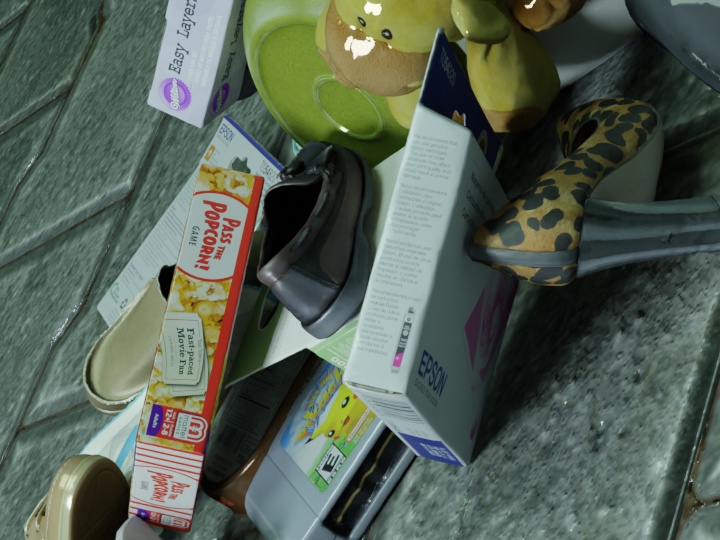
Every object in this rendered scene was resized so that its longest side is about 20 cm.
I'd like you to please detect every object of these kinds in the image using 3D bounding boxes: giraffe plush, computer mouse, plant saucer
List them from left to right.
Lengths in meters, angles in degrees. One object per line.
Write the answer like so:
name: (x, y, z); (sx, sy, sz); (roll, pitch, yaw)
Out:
plant saucer: (-0.001, -0.115, 1.488); (0.031, 0.200, 0.200); (-52, 18, -30)
giraffe plush: (0.037, -0.161, 1.307); (0.162, 0.172, 0.200); (-53, -36, -65)
computer mouse: (0.206, -0.148, 1.221); (0.139, 0.053, 0.200); (-58, 43, 8)

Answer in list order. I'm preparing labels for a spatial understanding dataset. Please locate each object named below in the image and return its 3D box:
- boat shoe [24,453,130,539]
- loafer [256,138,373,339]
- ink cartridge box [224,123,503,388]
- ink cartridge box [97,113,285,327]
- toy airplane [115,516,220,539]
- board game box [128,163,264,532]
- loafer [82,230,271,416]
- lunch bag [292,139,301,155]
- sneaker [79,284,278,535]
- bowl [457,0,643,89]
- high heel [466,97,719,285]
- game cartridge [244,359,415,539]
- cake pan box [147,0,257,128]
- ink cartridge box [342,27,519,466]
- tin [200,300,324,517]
boat shoe: (-0.202, 0.185, 1.558); (0.071, 0.064, 0.200); (-48, -21, -34)
loafer: (-0.033, -0.035, 1.424); (0.072, 0.063, 0.200); (-47, 23, 22)
ink cartridge box: (0.000, 0.000, 1.453); (0.200, 0.048, 0.146); (-32, 32, 52)
ink cartridge box: (-0.123, -0.012, 1.808); (0.200, 0.041, 0.200); (-56, 24, 6)
toy airplane: (-0.165, 0.234, 1.448); (0.200, 0.141, 0.199); (-58, 22, -1)
board game box: (-0.110, 0.053, 1.505); (0.152, 0.046, 0.200); (107, 174, -64)
loafer: (-0.136, 0.032, 1.681); (0.200, 0.067, 0.076); (-40, 60, 13)
lunch bag: (0.012, -0.159, 1.680); (0.160, 0.077, 0.200); (-51, 21, 28)
sneaker: (-0.117, 0.101, 1.627); (0.200, 0.076, 0.081); (-54, 43, 4)
bowl: (0.137, -0.199, 1.483); (0.200, 0.075, 0.200); (-33, 32, 43)
high heel: (0.104, -0.050, 1.267); (0.200, 0.142, 0.072); (-127, 34, -63)
game cartridge: (0.000, 0.093, 1.435); (0.200, 0.040, 0.133); (-57, 19, 2)
cake pan box: (-0.069, -0.215, 1.578); (0.184, 0.052, 0.200); (-42, -24, -52)
ink cartridge box: (0.053, -0.006, 1.258); (0.196, 0.043, 0.200); (48, -124, -70)
tin: (-0.046, 0.073, 1.553); (0.200, 0.042, 0.112); (-60, 27, -7)
